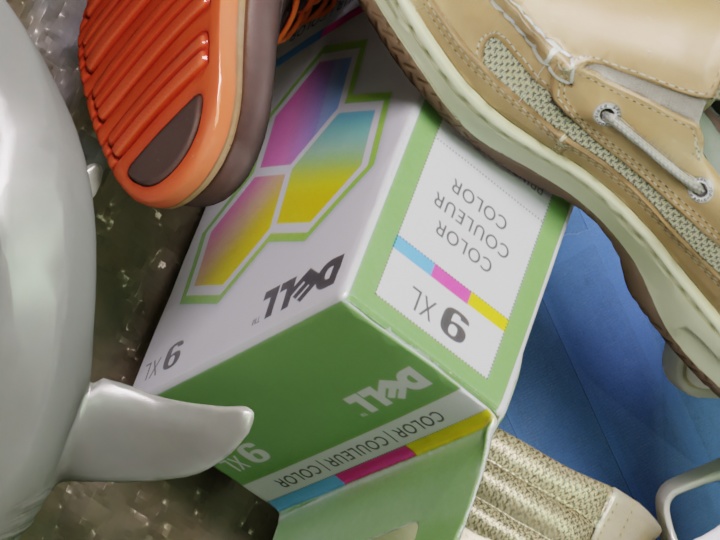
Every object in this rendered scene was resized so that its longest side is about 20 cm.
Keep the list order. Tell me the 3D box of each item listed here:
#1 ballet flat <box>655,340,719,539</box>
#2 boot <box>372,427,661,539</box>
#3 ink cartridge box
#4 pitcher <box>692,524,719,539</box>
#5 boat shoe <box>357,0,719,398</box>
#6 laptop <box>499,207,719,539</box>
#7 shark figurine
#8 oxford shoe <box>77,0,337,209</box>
[{"bbox_3d":[0.117,0.048,0.807,0.069,0.069,0.201,-6,99,-30],"label":"ballet flat"},{"bbox_3d":[0.051,0.141,0.797,0.200,0.073,0.156,36,74,-13],"label":"boot"},{"bbox_3d":[0.000,0.000,0.756,0.059,0.104,0.201,35,55,-22],"label":"ink cartridge box"},{"bbox_3d":[0.158,0.136,0.748,0.171,0.121,0.201,-31,98,-7],"label":"pitcher"},{"bbox_3d":[0.077,-0.051,0.715,0.200,0.076,0.072,44,52,-17],"label":"boat shoe"},{"bbox_3d":[0.134,0.033,0.845,0.188,0.199,0.116,65,27,-6],"label":"laptop"},{"bbox_3d":[-0.103,-0.013,0.701,0.089,0.127,0.216,-3,88,-72],"label":"shark figurine"},{"bbox_3d":[-0.027,-0.088,0.759,0.072,0.071,0.201,28,42,-26],"label":"oxford shoe"}]
